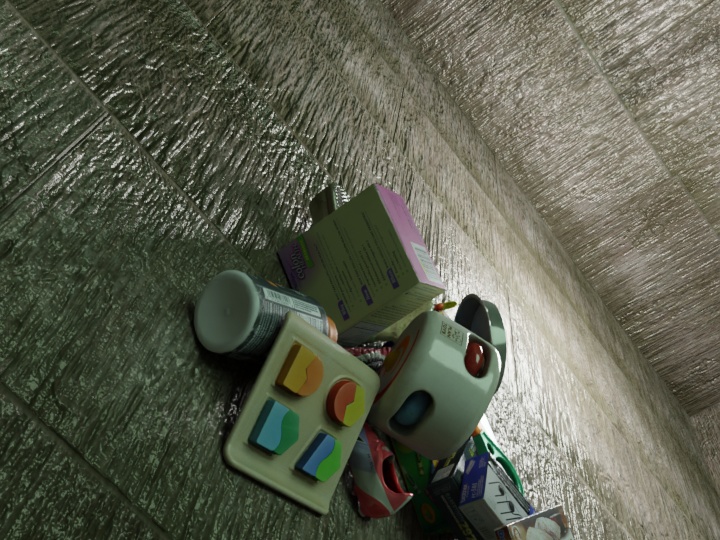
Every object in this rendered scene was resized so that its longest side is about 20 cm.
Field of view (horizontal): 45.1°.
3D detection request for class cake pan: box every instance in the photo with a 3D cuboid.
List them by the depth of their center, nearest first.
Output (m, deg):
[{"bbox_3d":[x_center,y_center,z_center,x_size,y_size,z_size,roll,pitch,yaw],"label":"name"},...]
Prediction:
[{"bbox_3d":[0.211,0.142,1.551,0.037,0.201,0.201,3,45,-14],"label":"cake pan"}]

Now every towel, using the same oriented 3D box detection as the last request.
[{"bbox_3d":[0.054,0.065,1.466,0.200,0.148,0.037,-77,168,-62],"label":"towel"}]

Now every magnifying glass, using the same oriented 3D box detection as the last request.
[{"bbox_3d":[0.189,0.265,1.312,0.200,0.022,0.080,58,24,4],"label":"magnifying glass"}]

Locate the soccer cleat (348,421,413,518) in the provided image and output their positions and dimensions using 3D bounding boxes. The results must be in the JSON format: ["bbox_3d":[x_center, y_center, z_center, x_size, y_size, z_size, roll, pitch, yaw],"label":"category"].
[{"bbox_3d":[0.004,0.238,1.185,0.067,0.076,0.200,15,47,-59],"label":"soccer cleat"}]

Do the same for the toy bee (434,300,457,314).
[{"bbox_3d":[0.127,0.081,1.588,0.131,0.109,0.200,-22,52,-31],"label":"toy bee"}]

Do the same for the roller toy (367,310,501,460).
[{"bbox_3d":[0.096,0.154,1.210,0.140,0.200,0.182,32,-13,-6],"label":"roller toy"}]

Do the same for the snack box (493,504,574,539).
[{"bbox_3d":[0.243,0.372,1.190,0.200,0.024,0.072,9,60,-56],"label":"snack box"}]

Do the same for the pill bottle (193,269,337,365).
[{"bbox_3d":[-0.112,0.072,1.126,0.200,0.106,0.106,25,38,-54],"label":"pill bottle"}]

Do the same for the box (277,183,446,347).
[{"bbox_3d":[0.000,0.000,1.333,0.097,0.200,0.176,17,44,-59],"label":"box"}]

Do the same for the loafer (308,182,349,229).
[{"bbox_3d":[-0.049,-0.050,1.483,0.076,0.068,0.201,27,52,-49],"label":"loafer"}]

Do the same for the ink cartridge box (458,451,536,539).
[{"bbox_3d":[0.214,0.361,1.224,0.200,0.044,0.094,53,28,-17],"label":"ink cartridge box"}]

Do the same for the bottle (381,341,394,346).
[{"bbox_3d":[0.115,0.192,1.470,0.200,0.083,0.065,46,24,-23],"label":"bottle"}]

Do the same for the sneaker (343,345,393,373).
[{"bbox_3d":[0.008,0.153,1.316,0.200,0.080,0.075,6,84,-54],"label":"sneaker"}]

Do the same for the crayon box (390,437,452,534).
[{"bbox_3d":[0.115,0.305,1.350,0.119,0.058,0.200,22,42,-54],"label":"crayon box"}]

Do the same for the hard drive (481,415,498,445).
[{"bbox_3d":[0.190,0.250,1.631,0.132,0.026,0.200,22,40,-55],"label":"hard drive"}]

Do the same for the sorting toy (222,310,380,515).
[{"bbox_3d":[-0.061,0.177,1.065,0.185,0.036,0.200,40,62,-37],"label":"sorting toy"}]

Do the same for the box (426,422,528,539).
[{"bbox_3d":[0.180,0.336,1.301,0.158,0.051,0.200,60,25,-3],"label":"box"}]
